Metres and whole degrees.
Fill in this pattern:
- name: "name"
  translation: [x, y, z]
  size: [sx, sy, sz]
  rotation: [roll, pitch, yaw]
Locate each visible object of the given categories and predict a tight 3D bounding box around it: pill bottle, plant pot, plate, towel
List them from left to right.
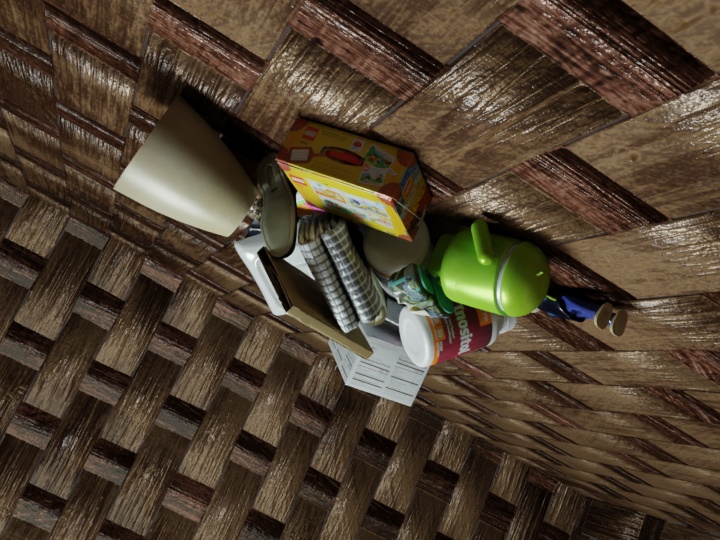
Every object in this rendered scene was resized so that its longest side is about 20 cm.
- name: "plant pot"
  translation: [-0.276, -0.154, 1.351]
  size: [0.199, 0.189, 0.187]
  rotation: [37, 164, -16]
- name: "plate"
  translation: [-0.109, 0.002, 1.497]
  size: [0.196, 0.033, 0.202]
  rotation: [-15, 130, 11]
- name: "towel"
  translation: [-0.030, -0.011, 1.327]
  size: [0.168, 0.084, 0.200]
  rotation: [63, -174, -16]
- name: "pill bottle"
  translation: [0.077, -0.017, 1.401]
  size: [0.114, 0.118, 0.200]
  rotation: [21, 165, 19]
- name: "pill bottle"
  translation: [0.177, 0.093, 1.453]
  size: [0.196, 0.115, 0.113]
  rotation: [-16, -179, -21]

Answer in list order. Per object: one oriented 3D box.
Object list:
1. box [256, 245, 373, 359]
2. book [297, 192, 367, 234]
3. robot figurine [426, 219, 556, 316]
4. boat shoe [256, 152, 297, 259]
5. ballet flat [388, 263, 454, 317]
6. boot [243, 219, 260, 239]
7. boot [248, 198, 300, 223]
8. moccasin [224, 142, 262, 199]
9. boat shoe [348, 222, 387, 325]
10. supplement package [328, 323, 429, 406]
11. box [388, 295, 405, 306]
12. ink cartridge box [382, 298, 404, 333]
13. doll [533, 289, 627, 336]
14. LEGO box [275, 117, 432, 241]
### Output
- name: "box"
  translation: [-0.075, 0.053, 1.322]
  size: [0.199, 0.021, 0.164]
  rotation: [34, -164, -41]
- name: "book"
  translation: [-0.049, -0.103, 1.474]
  size: [0.198, 0.049, 0.133]
  rotation: [31, 164, -27]
- name: "robot figurine"
  translation: [0.203, 0.003, 1.246]
  size: [0.197, 0.117, 0.176]
  rotation: [15, 158, 37]
- name: "boat shoe"
  translation: [-0.127, -0.103, 1.349]
  size: [0.071, 0.203, 0.067]
  rotation: [-25, 143, 21]
- name: "ballet flat"
  translation: [0.096, 0.038, 1.317]
  size: [0.073, 0.076, 0.200]
  rotation: [18, 169, 28]
- name: "boot"
  translation: [-0.161, -0.059, 1.739]
  size: [0.197, 0.092, 0.073]
  rotation: [18, 165, 30]
- name: "boot"
  translation: [-0.141, -0.095, 1.581]
  size: [0.149, 0.074, 0.200]
  rotation: [37, -169, -2]
- name: "moccasin"
  translation: [-0.245, -0.182, 1.460]
  size: [0.199, 0.079, 0.074]
  rotation: [27, 170, 21]
- name: "boat shoe"
  translation: [0.001, 0.000, 1.469]
  size: [0.070, 0.066, 0.204]
  rotation: [-14, 113, 18]
- name: "supplement package"
  translation: [0.038, 0.165, 1.671]
  size: [0.153, 0.113, 0.200]
  rotation: [20, -166, -19]
- name: "box"
  translation: [0.119, 0.040, 1.600]
  size: [0.197, 0.087, 0.164]
  rotation: [28, 167, -7]
- name: "ink cartridge box"
  translation: [0.045, 0.089, 1.645]
  size: [0.197, 0.044, 0.174]
  rotation: [26, 167, 4]
- name: "doll"
  translation: [0.341, 0.059, 1.342]
  size: [0.135, 0.049, 0.199]
  rotation: [23, 176, -30]
- name: "LEGO box"
  translation: [-0.007, -0.134, 1.207]
  size: [0.197, 0.078, 0.149]
  rotation: [21, 165, 23]
